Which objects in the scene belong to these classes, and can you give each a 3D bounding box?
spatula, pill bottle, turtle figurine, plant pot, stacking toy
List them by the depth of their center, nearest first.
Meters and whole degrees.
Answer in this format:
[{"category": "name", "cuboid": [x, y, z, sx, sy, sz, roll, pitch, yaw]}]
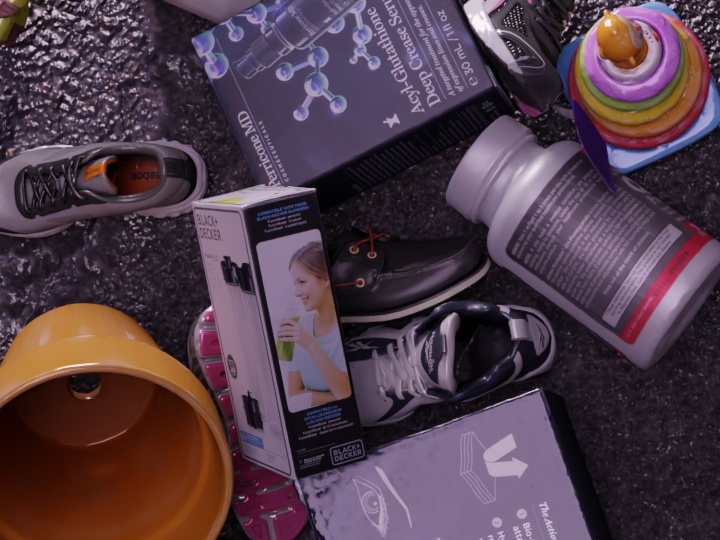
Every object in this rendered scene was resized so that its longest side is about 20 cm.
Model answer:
[{"category": "stacking toy", "cuboid": [0.197, -0.153, 1.472, 0.110, 0.200, 0.116, -27, 77, 8]}, {"category": "spatula", "cuboid": [0.149, -0.126, 1.509, 0.021, 0.057, 0.200, -36, 35, 6]}, {"category": "pill bottle", "cuboid": [0.165, -0.027, 1.509, 0.200, 0.111, 0.111, 37, 92, 14]}, {"category": "plant pot", "cuboid": [-0.204, 0.118, 1.516, 0.199, 0.183, 0.201, -4, 116, -9]}, {"category": "turtle figurine", "cuboid": [-0.259, -0.249, 1.633, 0.064, 0.200, 0.161, 32, 115, -19]}]

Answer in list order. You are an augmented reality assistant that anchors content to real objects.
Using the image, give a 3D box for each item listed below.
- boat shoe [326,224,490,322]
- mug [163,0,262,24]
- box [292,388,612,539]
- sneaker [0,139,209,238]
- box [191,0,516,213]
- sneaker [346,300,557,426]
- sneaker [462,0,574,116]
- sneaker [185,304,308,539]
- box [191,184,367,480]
[{"category": "boat shoe", "cuboid": [-0.001, 0.001, 1.543, 0.201, 0.074, 0.063, -10, 113, 23]}, {"category": "mug", "cuboid": [-0.126, -0.268, 1.575, 0.153, 0.187, 0.150, 32, 96, 7]}, {"category": "box", "cuboid": [0.083, 0.213, 1.492, 0.199, 0.117, 0.197, -20, 80, 10]}, {"category": "sneaker", "cuboid": [-0.226, -0.072, 1.618, 0.199, 0.079, 0.074, -8, 83, 13]}, {"category": "box", "cuboid": [-0.004, -0.151, 1.564, 0.200, 0.107, 0.149, -27, 79, 8]}, {"category": "sneaker", "cuboid": [0.044, 0.067, 1.513, 0.198, 0.130, 0.080, -8, 79, 11]}, {"category": "sneaker", "cuboid": [0.125, -0.198, 1.509, 0.086, 0.080, 0.200, -29, 39, 11]}, {"category": "sneaker", "cuboid": [-0.088, 0.114, 1.570, 0.074, 0.087, 0.201, -19, 102, -13]}, {"category": "box", "cuboid": [-0.060, 0.041, 1.465, 0.060, 0.117, 0.201, -14, 100, -21]}]
